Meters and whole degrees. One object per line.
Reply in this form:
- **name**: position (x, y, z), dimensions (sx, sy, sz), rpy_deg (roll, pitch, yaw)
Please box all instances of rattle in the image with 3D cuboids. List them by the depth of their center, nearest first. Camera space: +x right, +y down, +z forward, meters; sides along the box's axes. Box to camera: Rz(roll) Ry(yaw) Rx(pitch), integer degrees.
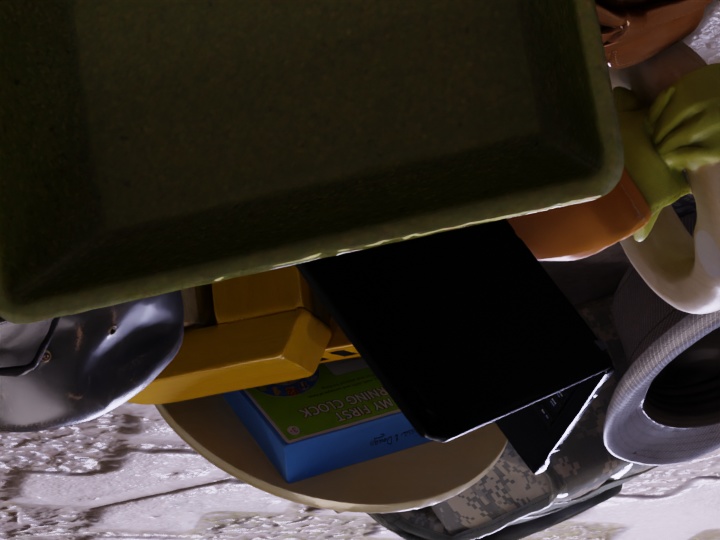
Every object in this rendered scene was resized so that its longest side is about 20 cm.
- **rattle**: position (0.092, -0.027, 0.859), dimensions (0.143, 0.130, 0.200), rpy_deg (-36, -164, -12)

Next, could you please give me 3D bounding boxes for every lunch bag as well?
- **lunch bag**: position (0.105, 0.101, 1.193), dimensions (0.164, 0.118, 0.200), rpy_deg (-17, 168, -35)

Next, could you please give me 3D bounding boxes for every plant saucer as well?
- **plant saucer**: position (-0.029, -0.097, 0.585), dimensions (0.199, 0.201, 0.048), rpy_deg (-12, 171, 16)

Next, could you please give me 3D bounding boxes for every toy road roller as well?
- **toy road roller**: position (-0.029, -0.004, 0.925), dimensions (0.199, 0.123, 0.146), rpy_deg (-11, 163, 11)

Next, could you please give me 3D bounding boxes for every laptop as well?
- **laptop**: position (0.000, 0.000, 0.710), dimensions (0.103, 0.178, 0.200), rpy_deg (-31, 164, -19)

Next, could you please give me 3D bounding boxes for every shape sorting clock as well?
- **shape sorting clock**: position (-0.016, 0.052, 0.987), dimensions (0.199, 0.200, 0.039), rpy_deg (1, 126, -18)

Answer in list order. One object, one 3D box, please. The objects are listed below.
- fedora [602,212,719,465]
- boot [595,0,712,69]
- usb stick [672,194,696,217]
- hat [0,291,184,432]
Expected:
- **fedora**: position (0.208, 0.017, 1.065), dimensions (0.177, 0.091, 0.200), rpy_deg (13, 134, -46)
- **boot**: position (0.054, -0.116, 0.726), dimensions (0.199, 0.074, 0.155), rpy_deg (-2, 163, -2)
- **usb stick**: position (0.221, -0.071, 0.944), dimensions (0.200, 0.033, 0.055), rpy_deg (-24, 160, 40)
- **hat**: position (-0.122, 0.016, 0.757), dimensions (0.200, 0.081, 0.201), rpy_deg (-17, -163, 5)
